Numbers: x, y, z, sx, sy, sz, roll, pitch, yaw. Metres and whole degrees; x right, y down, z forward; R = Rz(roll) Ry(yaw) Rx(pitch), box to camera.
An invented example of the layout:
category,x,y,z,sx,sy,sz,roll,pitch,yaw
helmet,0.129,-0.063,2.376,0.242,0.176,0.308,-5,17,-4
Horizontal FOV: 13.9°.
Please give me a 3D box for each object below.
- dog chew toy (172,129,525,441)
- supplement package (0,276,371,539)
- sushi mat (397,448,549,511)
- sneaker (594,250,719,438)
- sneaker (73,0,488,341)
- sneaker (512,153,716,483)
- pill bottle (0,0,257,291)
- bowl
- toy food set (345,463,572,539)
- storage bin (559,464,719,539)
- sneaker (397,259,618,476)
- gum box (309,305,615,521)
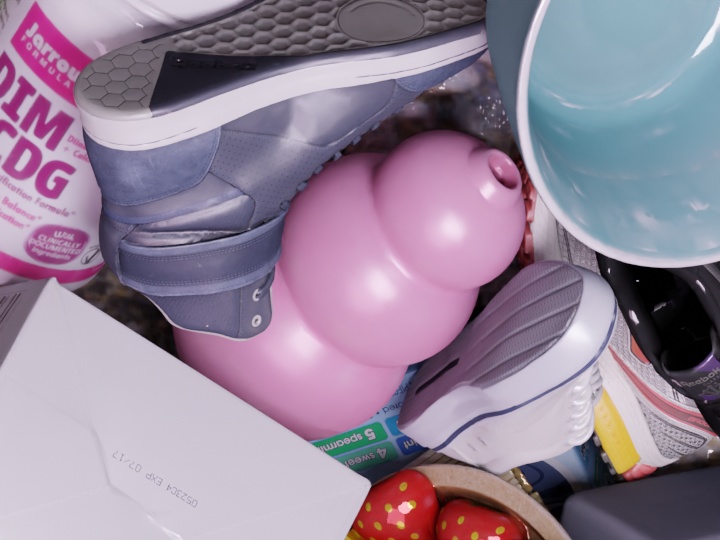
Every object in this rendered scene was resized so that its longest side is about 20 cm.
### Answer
category,x,y,z,sx,sy,sz,roll,pitch,yaw
dog chew toy,0.000,0.000,1.438,0.125,0.125,0.200,41,127,-18
supplement package,-0.140,0.117,1.443,0.191,0.147,0.200,34,164,-19
sushi mat,0.010,0.169,1.533,0.200,0.012,0.096,-36,92,15
sneaker,0.170,0.047,1.393,0.076,0.088,0.200,-31,106,28
sneaker,-0.030,-0.052,1.364,0.202,0.077,0.146,-17,129,-16
sneaker,0.130,0.011,1.478,0.082,0.078,0.200,-23,123,9
pill bottle,-0.128,-0.095,1.412,0.113,0.113,0.200,30,120,-12
bowl,0.137,-0.113,1.321,0.200,0.105,0.201,-11,119,-21
toy food set,0.041,0.197,1.462,0.200,0.049,0.198,40,114,29
storage bin,0.183,0.179,1.495,0.200,0.145,0.135,-8,112,-33
sneaker,0.086,0.049,1.413,0.071,0.073,0.200,26,159,-12
gum box,0.046,0.127,1.568,0.170,0.045,0.200,-19,119,17
